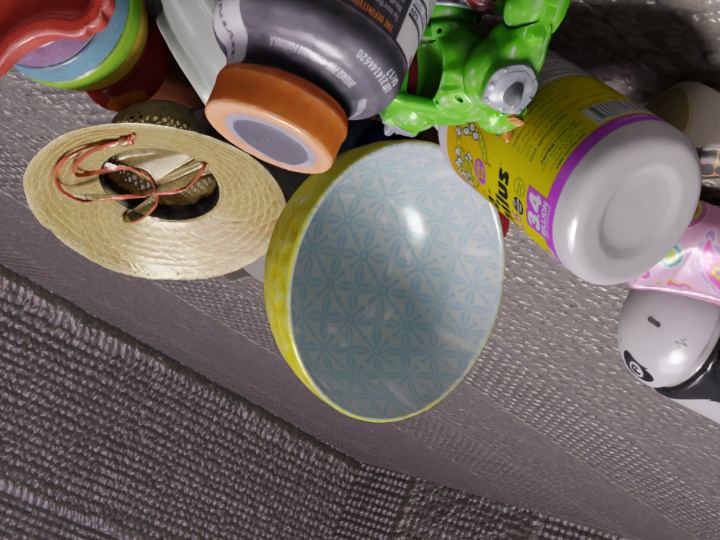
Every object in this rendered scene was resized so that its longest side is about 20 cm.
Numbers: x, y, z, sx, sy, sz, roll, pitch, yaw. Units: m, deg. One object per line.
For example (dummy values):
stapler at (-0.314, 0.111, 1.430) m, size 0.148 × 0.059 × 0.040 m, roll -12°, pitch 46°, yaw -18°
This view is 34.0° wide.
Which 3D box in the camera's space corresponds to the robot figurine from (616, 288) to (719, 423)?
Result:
robot figurine at (0.323, 0.072, 1.047) m, size 0.198 × 0.126 × 0.150 m, roll 26°, pitch 152°, yaw -14°

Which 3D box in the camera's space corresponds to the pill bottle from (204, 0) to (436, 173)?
pill bottle at (-0.011, -0.153, 0.611) m, size 0.105 × 0.202 × 0.106 m, roll 21°, pitch 165°, yaw 6°

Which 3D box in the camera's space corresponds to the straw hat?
straw hat at (-0.152, -0.082, 0.904) m, size 0.198 × 0.086 × 0.202 m, roll -2°, pitch 146°, yaw -1°

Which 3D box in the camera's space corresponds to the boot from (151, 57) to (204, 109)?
boot at (-0.139, -0.158, 1.043) m, size 0.153 × 0.075 × 0.200 m, roll 20°, pitch 180°, yaw 8°

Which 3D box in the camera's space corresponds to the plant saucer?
plant saucer at (-0.096, -0.148, 0.841) m, size 0.201 × 0.050 × 0.200 m, roll 58°, pitch -178°, yaw -4°

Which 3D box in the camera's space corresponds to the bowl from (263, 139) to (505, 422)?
bowl at (0.000, 0.000, 0.867) m, size 0.199 × 0.202 × 0.107 m, roll 34°, pitch 169°, yaw -38°

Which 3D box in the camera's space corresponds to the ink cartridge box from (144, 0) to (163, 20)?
ink cartridge box at (-0.235, -0.262, 0.880) m, size 0.198 × 0.044 × 0.196 m, roll 23°, pitch 167°, yaw 2°

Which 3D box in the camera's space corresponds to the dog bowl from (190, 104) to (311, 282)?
dog bowl at (-0.083, -0.057, 0.989) m, size 0.199 × 0.058 × 0.202 m, roll 37°, pitch 147°, yaw 29°

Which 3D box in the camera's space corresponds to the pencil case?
pencil case at (0.301, -0.002, 0.906) m, size 0.198 × 0.088 × 0.088 m, roll 19°, pitch 165°, yaw 20°

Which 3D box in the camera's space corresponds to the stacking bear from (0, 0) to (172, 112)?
stacking bear at (-0.200, -0.175, 0.852) m, size 0.120 × 0.115 × 0.200 m, roll -21°, pitch 167°, yaw 10°

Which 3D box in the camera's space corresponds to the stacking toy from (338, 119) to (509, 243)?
stacking toy at (0.036, -0.078, 0.958) m, size 0.199 × 0.086 × 0.085 m, roll 30°, pitch 170°, yaw 26°

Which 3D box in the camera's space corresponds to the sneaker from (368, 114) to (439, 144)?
sneaker at (0.014, -0.142, 0.883) m, size 0.108 × 0.071 × 0.199 m, roll 33°, pitch -170°, yaw 37°

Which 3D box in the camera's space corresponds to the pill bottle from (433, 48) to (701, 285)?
pill bottle at (0.117, -0.082, 0.758) m, size 0.104 × 0.104 × 0.200 m, roll 36°, pitch -172°, yaw -42°

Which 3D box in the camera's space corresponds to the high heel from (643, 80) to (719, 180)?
high heel at (0.259, -0.064, 0.766) m, size 0.142 × 0.072 × 0.199 m, roll 36°, pitch 152°, yaw -22°

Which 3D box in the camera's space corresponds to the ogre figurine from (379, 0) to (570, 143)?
ogre figurine at (0.061, -0.142, 0.688) m, size 0.198 × 0.122 × 0.098 m, roll 7°, pitch 170°, yaw 44°
